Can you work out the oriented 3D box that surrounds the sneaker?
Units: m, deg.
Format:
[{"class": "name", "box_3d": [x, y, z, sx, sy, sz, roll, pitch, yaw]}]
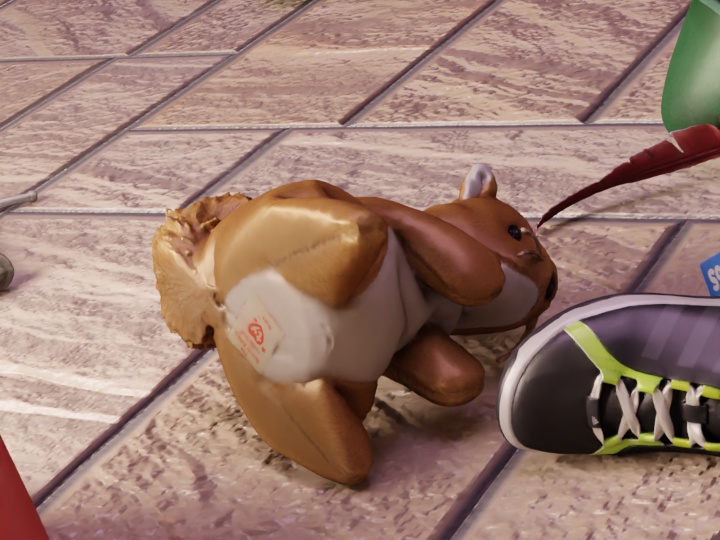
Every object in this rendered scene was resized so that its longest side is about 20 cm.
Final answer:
[{"class": "sneaker", "box_3d": [0.162, 0.051, 0.918, 0.198, 0.072, 0.083, -11, 23, -1]}]

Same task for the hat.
[{"class": "hat", "box_3d": [0.225, -0.080, 1.286, 0.199, 0.177, 0.166, 25, 15, -13]}]

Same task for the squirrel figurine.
[{"class": "squirrel figurine", "box_3d": [0.000, 0.000, 1.040, 0.199, 0.143, 0.186, 14, 26, 41]}]

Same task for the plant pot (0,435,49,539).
[{"class": "plant pot", "box_3d": [-0.249, 0.085, 0.883, 0.198, 0.179, 0.201, -9, 21, 3]}]

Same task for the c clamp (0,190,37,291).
[{"class": "c clamp", "box_3d": [-0.286, -0.010, 1.335, 0.169, 0.027, 0.200, -16, 22, -13]}]

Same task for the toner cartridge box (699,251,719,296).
[{"class": "toner cartridge box", "box_3d": [0.284, -0.021, 1.024, 0.198, 0.044, 0.095, -17, -10, -14]}]
